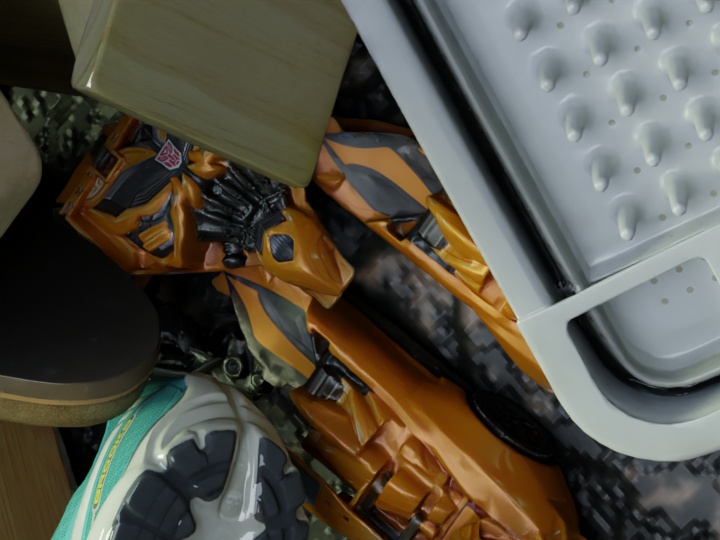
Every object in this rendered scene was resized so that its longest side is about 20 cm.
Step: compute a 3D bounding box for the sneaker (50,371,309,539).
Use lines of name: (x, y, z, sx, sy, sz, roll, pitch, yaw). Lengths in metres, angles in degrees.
sneaker: (-0.068, 0.124, 0.774, 0.077, 0.080, 0.201, 18, 98, -25)

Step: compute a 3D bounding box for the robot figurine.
robot figurine: (0.000, 0.000, 0.788, 0.200, 0.058, 0.145, 39, 108, 12)

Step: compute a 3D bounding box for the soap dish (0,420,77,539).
soap dish: (-0.147, 0.146, 0.856, 0.157, 0.081, 0.201, -14, 94, 23)

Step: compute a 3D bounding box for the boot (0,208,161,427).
boot: (-0.136, 0.024, 0.806, 0.199, 0.074, 0.076, 11, 121, 32)

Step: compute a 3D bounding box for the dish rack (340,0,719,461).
dish rack: (0.093, -0.068, 0.686, 0.171, 0.044, 0.201, -26, 108, 14)

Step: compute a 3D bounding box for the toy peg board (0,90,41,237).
toy peg board: (-0.203, -0.040, 0.701, 0.200, 0.098, 0.200, 55, 139, 10)

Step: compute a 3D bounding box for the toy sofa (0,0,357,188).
toy sofa: (-0.089, -0.090, 0.758, 0.199, 0.083, 0.098, 11, 80, 44)
